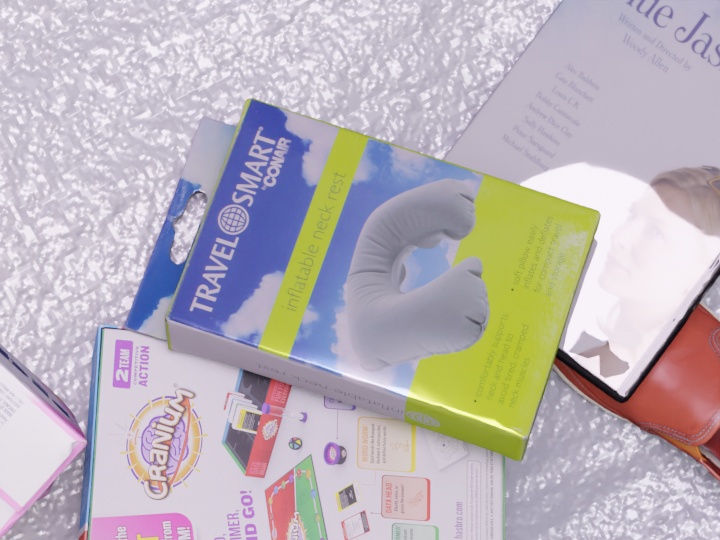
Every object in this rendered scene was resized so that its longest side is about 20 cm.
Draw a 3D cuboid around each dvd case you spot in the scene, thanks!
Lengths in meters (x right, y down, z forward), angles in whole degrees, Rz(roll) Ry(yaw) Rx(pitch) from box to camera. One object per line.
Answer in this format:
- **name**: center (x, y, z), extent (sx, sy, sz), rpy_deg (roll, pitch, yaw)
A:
- **dvd case**: center (0.129, -0.056, 1.269), extent (0.143, 0.018, 0.200), rpy_deg (36, 85, 10)

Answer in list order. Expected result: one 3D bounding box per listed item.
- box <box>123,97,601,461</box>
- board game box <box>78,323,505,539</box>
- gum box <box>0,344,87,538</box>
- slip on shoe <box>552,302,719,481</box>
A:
- **box**: center (0.000, 0.000, 1.225), extent (0.200, 0.048, 0.122), rpy_deg (18, 71, 5)
- **board game box**: center (-0.032, 0.110, 1.236), extent (0.200, 0.040, 0.153), rpy_deg (6, 64, -8)
- **gum box**: center (-0.213, 0.037, 1.201), extent (0.200, 0.113, 0.066), rpy_deg (43, 87, -8)
- **slip on shoe**: center (0.166, 0.060, 1.283), extent (0.200, 0.061, 0.074), rpy_deg (38, 90, -3)
